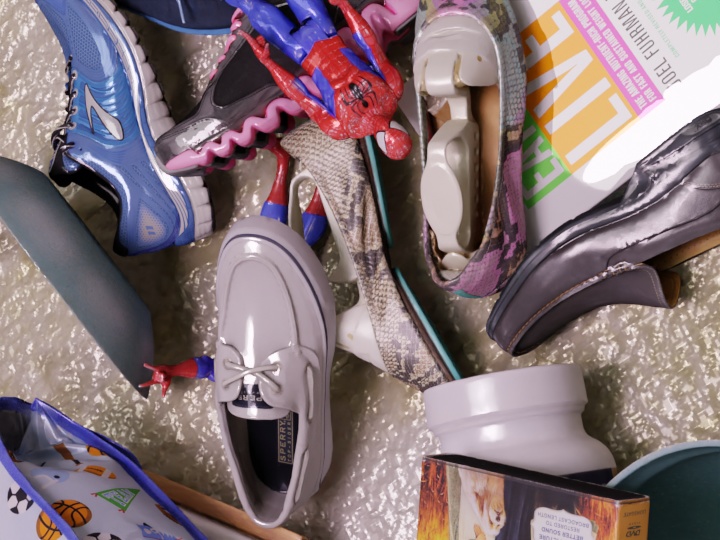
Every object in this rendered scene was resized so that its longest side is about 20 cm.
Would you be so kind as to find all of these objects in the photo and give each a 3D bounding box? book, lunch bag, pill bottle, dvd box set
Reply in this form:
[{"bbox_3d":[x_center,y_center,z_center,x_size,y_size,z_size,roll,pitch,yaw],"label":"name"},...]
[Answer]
[{"bbox_3d":[0.134,-0.111,1.429,0.200,0.048,0.134,-40,74,24],"label":"book"},{"bbox_3d":[-0.192,0.192,1.484,0.200,0.124,0.170,36,110,43],"label":"lunch bag"},{"bbox_3d":[0.098,0.160,1.401,0.116,0.116,0.200,-14,82,32],"label":"pill bottle"},{"bbox_3d":[0.086,0.208,1.312,0.146,0.029,0.200,10,99,45],"label":"dvd box set"}]

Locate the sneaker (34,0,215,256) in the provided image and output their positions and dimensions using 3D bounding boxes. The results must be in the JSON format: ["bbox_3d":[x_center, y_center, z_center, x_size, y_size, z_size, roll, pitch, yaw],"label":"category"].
[{"bbox_3d":[-0.170,-0.100,1.576,0.089,0.079,0.200,-24,79,-8],"label":"sneaker"}]

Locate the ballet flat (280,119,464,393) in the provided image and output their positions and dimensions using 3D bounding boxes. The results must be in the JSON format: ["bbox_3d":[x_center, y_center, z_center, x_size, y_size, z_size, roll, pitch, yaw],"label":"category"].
[{"bbox_3d":[0.000,0.000,1.486,0.075,0.068,0.200,-21,83,3],"label":"ballet flat"}]

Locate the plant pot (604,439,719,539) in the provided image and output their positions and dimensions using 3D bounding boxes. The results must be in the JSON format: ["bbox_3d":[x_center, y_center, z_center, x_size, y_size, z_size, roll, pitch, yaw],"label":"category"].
[{"bbox_3d":[0.225,0.188,1.304,0.200,0.134,0.201,0,90,38],"label":"plant pot"}]

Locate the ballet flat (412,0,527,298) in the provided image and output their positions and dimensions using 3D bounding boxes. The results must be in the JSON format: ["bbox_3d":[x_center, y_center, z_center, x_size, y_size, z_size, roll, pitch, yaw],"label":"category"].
[{"bbox_3d":[0.058,-0.083,1.405,0.069,0.071,0.200,-3,92,28],"label":"ballet flat"}]

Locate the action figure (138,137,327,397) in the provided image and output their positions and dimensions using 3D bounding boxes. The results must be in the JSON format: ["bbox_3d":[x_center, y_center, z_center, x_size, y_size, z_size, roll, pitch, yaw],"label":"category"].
[{"bbox_3d":[-0.074,0.018,1.529,0.065,0.099,0.200,16,100,33],"label":"action figure"}]

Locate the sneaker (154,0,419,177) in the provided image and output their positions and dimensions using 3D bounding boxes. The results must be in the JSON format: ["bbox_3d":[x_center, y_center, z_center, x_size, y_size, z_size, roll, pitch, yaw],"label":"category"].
[{"bbox_3d":[-0.055,-0.138,1.494,0.200,0.079,0.095,-38,87,-2],"label":"sneaker"}]

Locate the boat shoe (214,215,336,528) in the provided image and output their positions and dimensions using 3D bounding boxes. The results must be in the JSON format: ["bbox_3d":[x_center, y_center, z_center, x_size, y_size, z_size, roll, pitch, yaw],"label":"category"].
[{"bbox_3d":[-0.058,0.065,1.460,0.072,0.066,0.200,10,124,14],"label":"boat shoe"}]

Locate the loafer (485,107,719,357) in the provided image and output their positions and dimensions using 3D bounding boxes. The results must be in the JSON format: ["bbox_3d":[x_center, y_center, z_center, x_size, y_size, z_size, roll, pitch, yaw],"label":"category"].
[{"bbox_3d":[0.156,-0.006,1.395,0.200,0.073,0.072,-42,72,26],"label":"loafer"}]

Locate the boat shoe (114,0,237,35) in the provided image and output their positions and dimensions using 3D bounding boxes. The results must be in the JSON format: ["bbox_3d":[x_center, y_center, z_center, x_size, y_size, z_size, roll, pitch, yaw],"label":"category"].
[{"bbox_3d":[-0.128,-0.199,1.564,0.200,0.069,0.084,8,52,31],"label":"boat shoe"}]

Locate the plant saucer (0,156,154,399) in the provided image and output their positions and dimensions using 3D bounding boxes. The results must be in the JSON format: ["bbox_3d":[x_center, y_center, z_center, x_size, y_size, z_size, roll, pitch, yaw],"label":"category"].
[{"bbox_3d":[-0.184,-0.007,1.559,0.039,0.201,0.201,-38,67,-4],"label":"plant saucer"}]

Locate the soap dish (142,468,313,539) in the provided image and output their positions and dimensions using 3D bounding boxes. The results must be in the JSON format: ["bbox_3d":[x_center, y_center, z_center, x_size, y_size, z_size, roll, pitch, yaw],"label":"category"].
[{"bbox_3d":[-0.125,0.211,1.565,0.200,0.081,0.158,19,99,32],"label":"soap dish"}]

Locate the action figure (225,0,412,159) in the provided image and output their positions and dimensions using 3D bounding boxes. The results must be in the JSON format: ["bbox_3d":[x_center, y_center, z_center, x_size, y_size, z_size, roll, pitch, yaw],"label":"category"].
[{"bbox_3d":[-0.035,-0.142,1.438,0.065,0.052,0.200,-38,78,-6],"label":"action figure"}]
